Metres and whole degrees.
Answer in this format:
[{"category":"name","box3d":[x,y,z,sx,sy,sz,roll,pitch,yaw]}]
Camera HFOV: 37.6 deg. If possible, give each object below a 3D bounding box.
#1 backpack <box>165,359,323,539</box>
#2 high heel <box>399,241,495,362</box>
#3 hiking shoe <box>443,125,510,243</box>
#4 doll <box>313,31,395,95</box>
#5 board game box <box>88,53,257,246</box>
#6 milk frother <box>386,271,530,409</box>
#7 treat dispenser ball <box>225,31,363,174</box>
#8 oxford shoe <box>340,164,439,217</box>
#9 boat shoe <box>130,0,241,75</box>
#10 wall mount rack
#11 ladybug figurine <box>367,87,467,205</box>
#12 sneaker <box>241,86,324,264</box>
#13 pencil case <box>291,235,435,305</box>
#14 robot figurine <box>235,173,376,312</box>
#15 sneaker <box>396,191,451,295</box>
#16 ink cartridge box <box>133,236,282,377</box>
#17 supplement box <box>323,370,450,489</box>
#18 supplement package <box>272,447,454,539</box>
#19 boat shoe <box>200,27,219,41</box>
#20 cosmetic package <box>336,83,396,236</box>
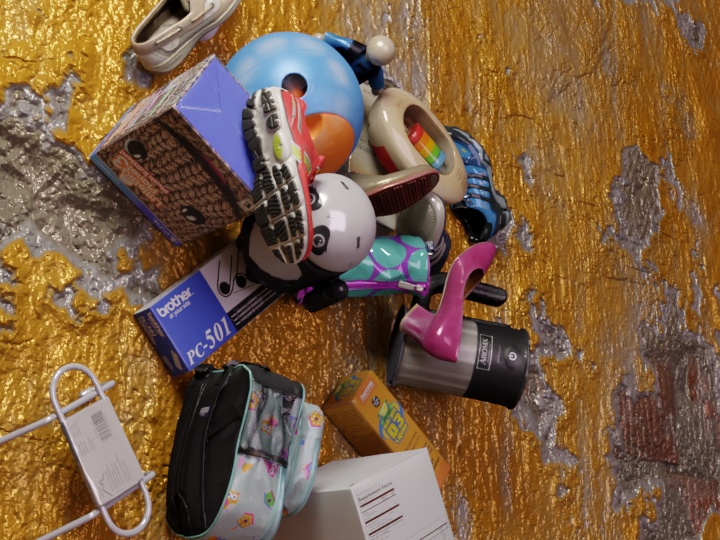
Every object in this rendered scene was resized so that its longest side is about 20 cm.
[{"category":"backpack","box3d":[-0.141,0.225,1.236,0.152,0.175,0.203,29,66,-30]},{"category":"high heel","box3d":[0.148,0.041,1.448,0.200,0.095,0.068,-40,149,-32]},{"category":"hiking shoe","box3d":[0.173,-0.137,1.697,0.087,0.074,0.201,-46,109,-41]},{"category":"doll","box3d":[-0.023,-0.278,1.469,0.136,0.199,0.049,32,58,-31]},{"category":"board game box","box3d":[-0.199,-0.137,1.266,0.160,0.199,0.097,47,52,-22]},{"category":"milk frother","box3d":[0.133,0.123,1.559,0.185,0.201,0.183,12,53,-6]},{"category":"treat dispenser ball","box3d":[-0.094,-0.208,1.383,0.199,0.199,0.204,14,69,-39]},{"category":"oxford shoe","box3d":[0.008,-0.112,1.429,0.197,0.071,0.076,-19,60,-4]},{"category":"boat shoe","box3d":[-0.216,-0.342,1.349,0.201,0.072,0.065,-50,154,-11]},{"category":"wall mount rack","box3d":[-0.318,0.212,1.150,0.173,0.074,0.202,-29,98,-47]},{"category":"ladybug figurine","box3d":[0.078,-0.168,1.514,0.200,0.071,0.136,49,40,-20]},{"category":"sneaker","box3d":[-0.072,-0.108,1.189,0.084,0.076,0.203,-1,80,-47]},{"category":"pencil case","box3d":[0.000,0.000,1.445,0.197,0.086,0.093,-4,38,-16]},{"category":"robot figurine","box3d":[-0.071,-0.043,1.298,0.150,0.199,0.126,42,52,-24]},{"category":"sneaker","box3d":[0.100,-0.053,1.534,0.084,0.201,0.075,-32,66,-30]},{"category":"ink cartridge box","box3d":[-0.184,0.038,1.338,0.200,0.044,0.095,-41,105,-41]},{"category":"supplement box","box3d":[0.038,0.235,1.474,0.201,0.068,0.067,50,48,-18]},{"category":"supplement package","box3d":[0.004,0.349,1.323,0.146,0.190,0.203,-17,90,-44]},{"category":"boat shoe","box3d":[-0.187,-0.400,1.442,0.068,0.073,0.203,27,65,-56]},{"category":"cosmetic package","box3d":[0.003,-0.158,1.548,0.104,0.071,0.203,22,64,-36]}]
